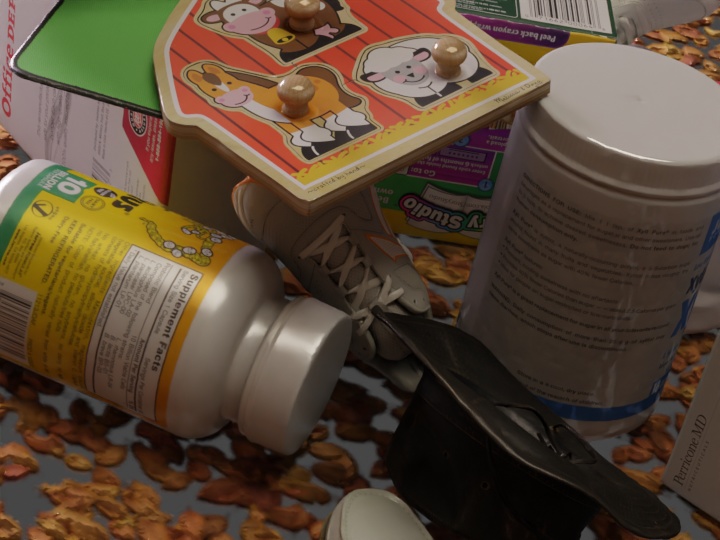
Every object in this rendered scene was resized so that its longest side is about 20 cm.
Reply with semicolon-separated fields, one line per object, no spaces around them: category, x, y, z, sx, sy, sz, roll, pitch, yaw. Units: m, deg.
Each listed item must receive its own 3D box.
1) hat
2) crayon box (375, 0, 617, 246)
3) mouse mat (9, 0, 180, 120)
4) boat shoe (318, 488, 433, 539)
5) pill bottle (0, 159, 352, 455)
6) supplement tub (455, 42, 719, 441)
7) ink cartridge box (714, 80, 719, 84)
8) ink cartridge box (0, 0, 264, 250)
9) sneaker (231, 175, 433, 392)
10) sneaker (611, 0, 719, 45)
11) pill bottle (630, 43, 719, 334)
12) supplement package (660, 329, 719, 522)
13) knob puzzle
hat;0.069;0.104;1.231;0.200;0.081;0.201;35;9;-7
crayon box;0.040;-0.104;1.447;0.200;0.173;0.058;9;38;-8
mouse mat;-0.090;-0.142;1.313;0.161;0.008;0.200;17;39;9
boat shoe;0.028;0.170;1.149;0.075;0.068;0.200;0;35;-18
pill bottle;-0.112;0.024;1.265;0.200;0.113;0.113;23;35;12
supplement tub;0.135;-0.014;1.331;0.132;0.200;0.132;10;35;-7
ink cartridge box;0.335;-0.052;1.561;0.200;0.083;0.145;2;37;-18
ink cartridge box;-0.138;-0.107;1.394;0.083;0.145;0.200;-19;47;-31
sneaker;0.000;0.000;1.296;0.076;0.200;0.092;-36;55;4
sneaker;0.139;-0.153;1.512;0.200;0.075;0.100;-6;68;15
pill bottle;0.191;-0.060;1.495;0.111;0.111;0.200;3;37;-16
supplement package;0.279;0.046;1.300;0.111;0.200;0.156;34;39;26
knob puzzle;-0.025;-0.122;1.260;0.219;0.030;0.220;1;40;-1
